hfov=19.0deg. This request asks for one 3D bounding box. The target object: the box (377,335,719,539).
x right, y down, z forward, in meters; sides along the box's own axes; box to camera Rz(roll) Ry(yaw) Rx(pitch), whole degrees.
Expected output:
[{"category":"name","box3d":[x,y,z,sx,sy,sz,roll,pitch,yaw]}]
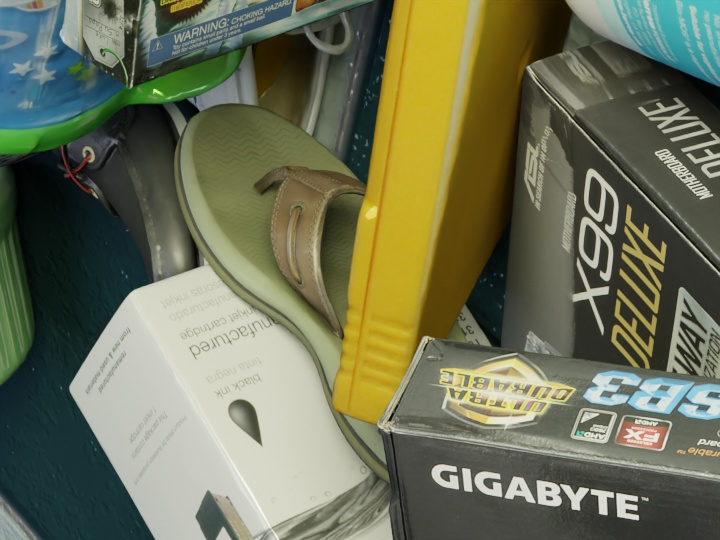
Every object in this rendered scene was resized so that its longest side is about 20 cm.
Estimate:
[{"category":"box","box3d":[0.114,0.120,0.661,0.199,0.050,0.199,7,132,19]}]

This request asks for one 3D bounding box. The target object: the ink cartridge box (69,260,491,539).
[{"category":"ink cartridge box","box3d":[0.000,0.090,0.861,0.200,0.146,0.084,57,142,16]}]

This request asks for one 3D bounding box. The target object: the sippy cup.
[{"category":"sippy cup","box3d":[-0.129,-0.131,0.801,0.130,0.177,0.140,126,131,-60]}]

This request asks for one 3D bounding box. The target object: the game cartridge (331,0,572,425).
[{"category":"game cartridge","box3d":[0.040,-0.074,0.716,0.032,0.176,0.200,19,125,10]}]

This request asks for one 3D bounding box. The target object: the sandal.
[{"category":"sandal","box3d":[0.001,0.000,0.818,0.201,0.080,0.057,51,140,31]}]

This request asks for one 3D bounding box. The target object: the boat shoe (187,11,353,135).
[{"category":"boat shoe","box3d":[-0.026,-0.121,0.856,0.086,0.074,0.202,46,141,29]}]

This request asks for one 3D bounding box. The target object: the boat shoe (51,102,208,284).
[{"category":"boat shoe","box3d":[-0.108,-0.057,0.950,0.074,0.063,0.202,97,155,-50]}]

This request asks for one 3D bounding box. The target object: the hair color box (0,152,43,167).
[{"category":"hair color box","box3d":[-0.235,-0.065,1.044,0.100,0.200,0.061,-17,93,54]}]

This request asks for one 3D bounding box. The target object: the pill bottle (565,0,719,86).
[{"category":"pill bottle","box3d":[0.155,-0.090,0.605,0.200,0.111,0.111,29,128,41]}]

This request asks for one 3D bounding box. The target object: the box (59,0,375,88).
[{"category":"box","box3d":[-0.006,-0.152,0.708,0.040,0.200,0.137,34,132,31]}]

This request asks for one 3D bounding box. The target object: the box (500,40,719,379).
[{"category":"box","box3d":[0.107,0.045,0.731,0.158,0.050,0.200,53,152,41]}]

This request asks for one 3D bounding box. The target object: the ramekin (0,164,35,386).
[{"category":"ramekin","box3d":[-0.269,0.016,1.137,0.200,0.200,0.098,17,127,48]}]
